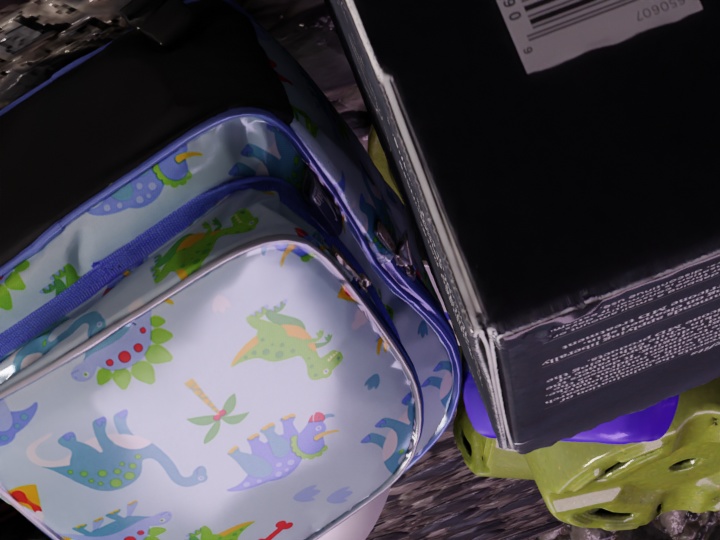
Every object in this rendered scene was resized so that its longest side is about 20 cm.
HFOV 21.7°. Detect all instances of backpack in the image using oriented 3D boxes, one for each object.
[{"bbox_3d":[-0.060,0.029,0.697,0.183,0.147,0.200,-33,135,10],"label":"backpack"}]

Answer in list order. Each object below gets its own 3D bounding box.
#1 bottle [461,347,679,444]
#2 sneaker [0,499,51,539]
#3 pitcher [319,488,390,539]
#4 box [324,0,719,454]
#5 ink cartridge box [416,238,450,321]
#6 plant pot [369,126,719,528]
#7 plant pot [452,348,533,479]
[{"bbox_3d":[0.083,-0.034,0.724,0.083,0.200,0.065,1,178,28],"label":"bottle"},{"bbox_3d":[-0.147,0.115,0.910,0.077,0.084,0.200,12,-173,-22],"label":"sneaker"},{"bbox_3d":[-0.050,0.165,1.212,0.121,0.200,0.172,17,-164,-3],"label":"pitcher"},{"bbox_3d":[0.059,-0.067,0.580,0.124,0.200,0.197,-21,165,-1],"label":"box"},{"bbox_3d":[0.000,0.000,0.982,0.200,0.039,0.099,6,156,-24],"label":"ink cartridge box"},{"bbox_3d":[0.120,0.007,0.840,0.200,0.190,0.200,-11,155,-5],"label":"plant pot"},{"bbox_3d":[0.161,0.068,1.260,0.190,0.200,0.200,-3,161,-12],"label":"plant pot"}]
